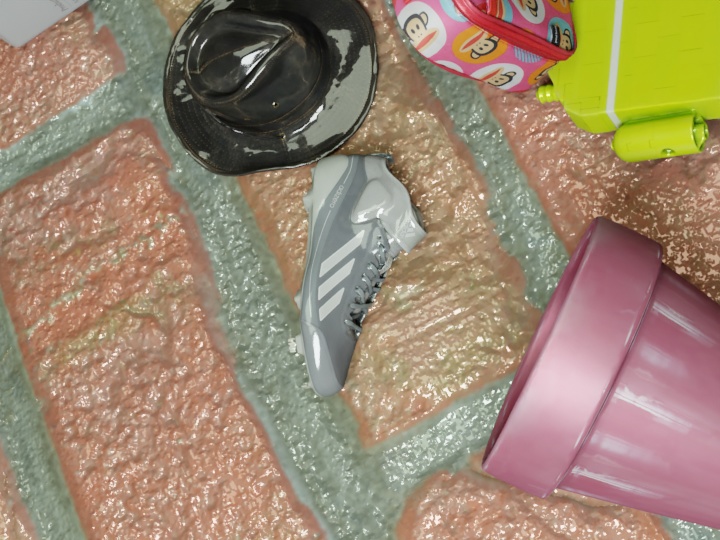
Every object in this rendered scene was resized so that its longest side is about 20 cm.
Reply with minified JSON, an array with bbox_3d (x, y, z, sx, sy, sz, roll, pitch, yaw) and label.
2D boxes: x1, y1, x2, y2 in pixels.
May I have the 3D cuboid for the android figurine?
[{"bbox_3d":[0.229,-0.170,1.112,0.199,0.041,0.183,-7,64,30],"label":"android figurine"}]

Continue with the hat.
[{"bbox_3d":[-0.089,-0.178,1.208,0.199,0.081,0.202,-4,76,16],"label":"hat"}]

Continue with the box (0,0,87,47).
[{"bbox_3d":[-0.319,-0.345,1.251,0.171,0.199,0.201,-32,70,8],"label":"box"}]

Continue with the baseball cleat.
[{"bbox_3d":[0.000,0.000,1.149,0.106,0.070,0.201,-3,78,16],"label":"baseball cleat"}]

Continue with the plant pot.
[{"bbox_3d":[0.205,0.089,1.014,0.178,0.200,0.201,26,86,5],"label":"plant pot"}]

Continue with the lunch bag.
[{"bbox_3d":[0.074,-0.245,1.108,0.082,0.176,0.201,-34,57,37],"label":"lunch bag"}]
